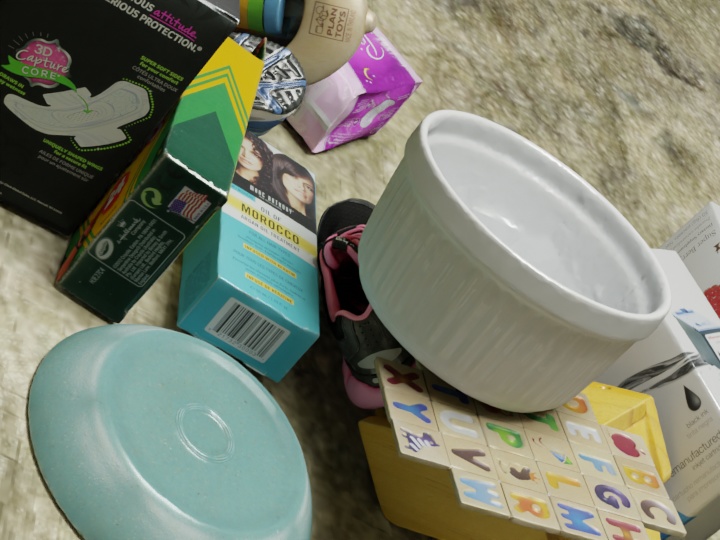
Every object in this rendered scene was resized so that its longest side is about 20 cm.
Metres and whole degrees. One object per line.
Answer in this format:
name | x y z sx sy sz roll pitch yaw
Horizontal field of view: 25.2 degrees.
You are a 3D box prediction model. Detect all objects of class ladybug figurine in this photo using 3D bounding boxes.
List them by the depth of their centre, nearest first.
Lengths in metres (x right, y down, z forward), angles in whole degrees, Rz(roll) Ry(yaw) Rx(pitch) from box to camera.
ladybug figurine | -0.080 -0.206 1.233 0.199 0.137 0.072 16 13 13

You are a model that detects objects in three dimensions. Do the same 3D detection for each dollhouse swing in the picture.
dollhouse swing | 0.112 0.180 1.117 0.181 0.177 0.200 12 16 30

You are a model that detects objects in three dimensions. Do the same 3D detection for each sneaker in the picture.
sneaker | 0.000 0.000 1.116 0.201 0.079 0.096 -106 169 -52
sneaker | -0.142 -0.144 1.172 0.199 0.077 0.076 22 65 -8

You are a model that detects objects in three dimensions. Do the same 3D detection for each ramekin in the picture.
ramekin | 0.092 -0.001 1.043 0.199 0.105 0.201 30 26 -16

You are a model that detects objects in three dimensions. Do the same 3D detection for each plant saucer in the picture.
plant saucer | -0.100 0.104 0.950 0.199 0.036 0.201 31 33 -23

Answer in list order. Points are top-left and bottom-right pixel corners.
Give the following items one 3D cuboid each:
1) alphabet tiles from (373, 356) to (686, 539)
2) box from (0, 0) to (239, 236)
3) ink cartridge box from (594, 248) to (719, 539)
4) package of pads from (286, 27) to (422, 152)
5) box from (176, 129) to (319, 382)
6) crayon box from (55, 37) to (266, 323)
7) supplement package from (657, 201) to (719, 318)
alphabet tiles | 0.105 0.109 1.003 0.199 0.006 0.167 18 26 -19
box | -0.177 -0.155 1.003 0.124 0.200 0.149 29 34 -25
ink cartridge box | 0.219 0.103 1.229 0.086 0.147 0.201 2 50 -46
package of pads | -0.052 -0.199 1.332 0.200 0.076 0.120 51 34 10
box | -0.074 -0.018 1.096 0.082 0.049 0.201 31 28 -22
crayon box | -0.125 -0.075 1.046 0.051 0.127 0.201 34 31 -17
supplement package | 0.339 0.063 1.446 0.119 0.121 0.201 25 35 -30
